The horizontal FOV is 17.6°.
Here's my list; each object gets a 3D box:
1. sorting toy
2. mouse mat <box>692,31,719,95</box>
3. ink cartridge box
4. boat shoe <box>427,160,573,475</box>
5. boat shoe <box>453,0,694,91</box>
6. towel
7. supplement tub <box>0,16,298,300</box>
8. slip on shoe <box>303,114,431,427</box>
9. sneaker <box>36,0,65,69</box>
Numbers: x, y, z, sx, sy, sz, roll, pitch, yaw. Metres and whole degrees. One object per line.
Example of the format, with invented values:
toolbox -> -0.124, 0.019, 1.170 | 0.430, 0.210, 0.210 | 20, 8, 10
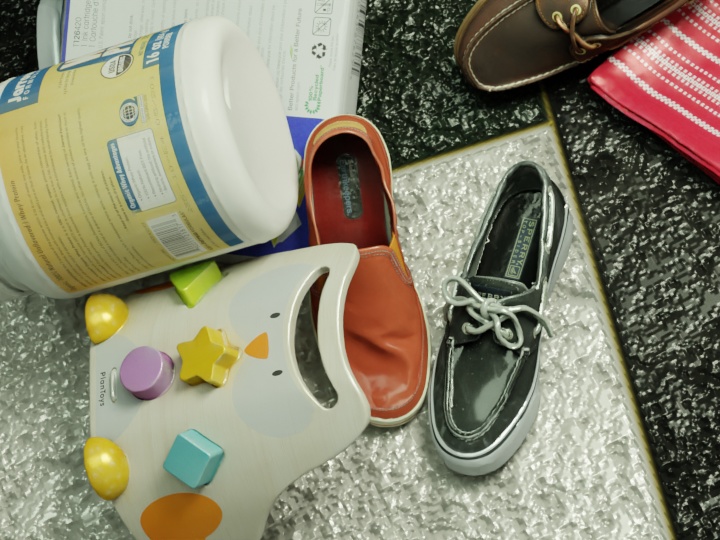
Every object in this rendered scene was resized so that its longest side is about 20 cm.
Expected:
sorting toy -> -0.071, 0.062, 1.422 | 0.180, 0.107, 0.200 | -20, 59, 29
mouse mat -> 0.336, -0.151, 1.504 | 0.200, 0.008, 0.161 | -42, 61, -6
ink cartridge box -> -0.102, -0.106, 1.538 | 0.200, 0.047, 0.198 | 6, 92, 18
boat shoe -> 0.086, 0.027, 1.447 | 0.074, 0.068, 0.199 | 15, 69, 21
boat shoe -> 0.150, -0.176, 1.507 | 0.200, 0.070, 0.070 | -33, 28, 12
towel -> 0.262, -0.151, 1.508 | 0.200, 0.022, 0.145 | -45, 62, -9
supplement tub -> -0.154, -0.065, 1.456 | 0.200, 0.145, 0.145 | -16, 61, 16
slip on shoe -> 0.000, 0.000, 1.459 | 0.074, 0.061, 0.200 | -8, 89, 4
sneaker -> -0.176, -0.190, 1.621 | 0.071, 0.073, 0.200 | -3, 64, 17
